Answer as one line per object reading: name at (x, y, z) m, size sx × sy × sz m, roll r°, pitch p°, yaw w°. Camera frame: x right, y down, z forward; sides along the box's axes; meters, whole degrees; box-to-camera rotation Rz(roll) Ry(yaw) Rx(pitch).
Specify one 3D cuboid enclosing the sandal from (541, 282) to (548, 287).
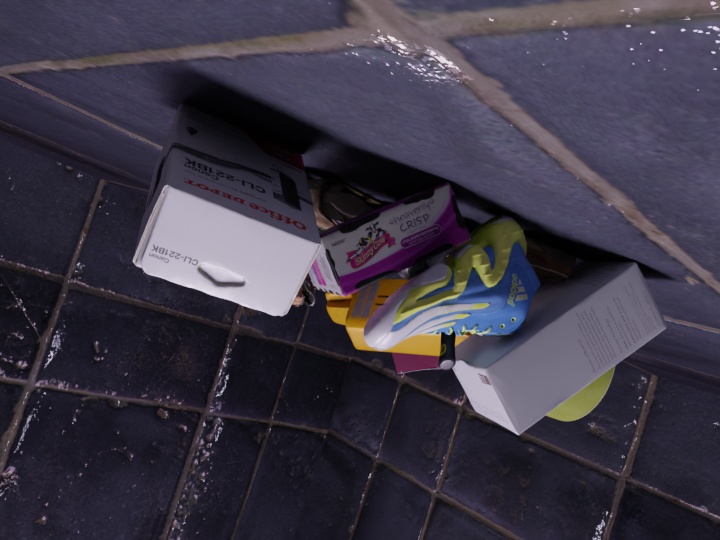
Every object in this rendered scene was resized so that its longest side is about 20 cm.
sandal at (0.233, 0.014, 0.871) m, size 0.081 × 0.051 × 0.202 m, roll -10°, pitch -150°, yaw -36°

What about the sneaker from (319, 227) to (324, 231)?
sneaker at (-0.050, -0.062, 0.964) m, size 0.197 × 0.087 × 0.078 m, roll 19°, pitch 177°, yaw -6°

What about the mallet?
mallet at (0.092, 0.031, 0.744) m, size 0.041 × 0.202 × 0.066 m, roll 34°, pitch 135°, yaw -18°

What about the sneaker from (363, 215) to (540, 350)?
sneaker at (0.100, 0.035, 0.650) m, size 0.106 × 0.199 × 0.076 m, roll 54°, pitch 161°, yaw -1°

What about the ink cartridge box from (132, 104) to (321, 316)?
ink cartridge box at (-0.125, -0.063, 0.653) m, size 0.142 × 0.085 × 0.201 m, roll 20°, pitch -153°, yaw -22°

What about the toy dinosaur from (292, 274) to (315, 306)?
toy dinosaur at (-0.073, -0.033, 1.011) m, size 0.133 × 0.204 × 0.102 m, roll 12°, pitch 155°, yaw -21°

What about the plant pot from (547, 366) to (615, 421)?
plant pot at (0.209, 0.097, 0.935) m, size 0.197 × 0.191 × 0.187 m, roll 12°, pitch 180°, yaw -21°

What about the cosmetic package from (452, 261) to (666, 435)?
cosmetic package at (0.201, 0.074, 0.719) m, size 0.082 × 0.198 × 0.113 m, roll 58°, pitch 171°, yaw -8°

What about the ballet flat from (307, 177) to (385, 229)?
ballet flat at (0.008, -0.062, 0.849) m, size 0.198 × 0.072 × 0.070 m, roll 21°, pitch 176°, yaw -33°

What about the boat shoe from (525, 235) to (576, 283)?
boat shoe at (0.172, 0.002, 0.790) m, size 0.074 × 0.075 × 0.200 m, roll 19°, pitch 177°, yaw -17°

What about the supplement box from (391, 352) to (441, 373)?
supplement box at (0.149, 0.087, 1.056) m, size 0.197 × 0.087 × 0.110 m, roll -14°, pitch 178°, yaw -36°

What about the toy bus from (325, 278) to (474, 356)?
toy bus at (0.051, 0.055, 0.834) m, size 0.196 × 0.079 × 0.066 m, roll 2°, pitch 141°, yaw 23°

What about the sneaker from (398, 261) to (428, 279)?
sneaker at (0.067, -0.026, 1.052) m, size 0.080 × 0.077 × 0.200 m, roll 28°, pitch 178°, yaw 15°

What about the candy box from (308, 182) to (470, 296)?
candy box at (0.014, -0.030, 0.709) m, size 0.134 × 0.062 × 0.200 m, roll -24°, pitch -176°, yaw -11°
